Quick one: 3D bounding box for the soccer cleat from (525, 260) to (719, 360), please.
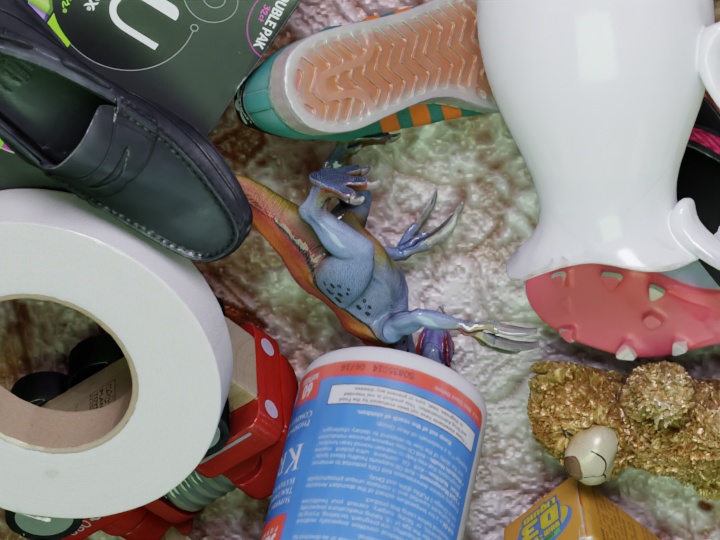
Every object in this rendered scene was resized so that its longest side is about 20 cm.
[{"bbox_3d":[0.196,0.008,1.494,0.200,0.076,0.067,0,120,22],"label":"soccer cleat"}]

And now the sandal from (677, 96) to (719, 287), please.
[{"bbox_3d":[0.185,-0.043,1.427,0.200,0.045,0.075,46,104,14],"label":"sandal"}]

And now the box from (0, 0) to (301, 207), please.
[{"bbox_3d":[-0.134,-0.136,1.400,0.148,0.124,0.200,31,116,-12],"label":"box"}]

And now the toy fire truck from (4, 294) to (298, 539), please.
[{"bbox_3d":[-0.094,0.134,1.564,0.176,0.129,0.200,-31,133,25],"label":"toy fire truck"}]

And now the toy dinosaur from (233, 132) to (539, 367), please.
[{"bbox_3d":[0.000,0.000,1.477,0.200,0.105,0.182,0,129,1],"label":"toy dinosaur"}]

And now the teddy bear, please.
[{"bbox_3d":[0.194,0.097,1.515,0.200,0.067,0.145,8,165,-4],"label":"teddy bear"}]

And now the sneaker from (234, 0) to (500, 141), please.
[{"bbox_3d":[0.022,-0.110,1.408,0.200,0.080,0.071,-11,93,-33],"label":"sneaker"}]

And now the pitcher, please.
[{"bbox_3d":[0.146,-0.093,1.341,0.171,0.121,0.200,4,110,30],"label":"pitcher"}]

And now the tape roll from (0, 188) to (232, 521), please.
[{"bbox_3d":[-0.170,0.048,1.423,0.203,0.037,0.203,5,125,7],"label":"tape roll"}]

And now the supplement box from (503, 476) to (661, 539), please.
[{"bbox_3d":[0.177,0.209,1.585,0.067,0.069,0.200,-39,120,23],"label":"supplement box"}]

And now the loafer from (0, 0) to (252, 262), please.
[{"bbox_3d":[-0.140,-0.067,1.327,0.201,0.070,0.068,39,115,-17],"label":"loafer"}]

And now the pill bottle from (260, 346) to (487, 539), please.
[{"bbox_3d":[0.000,0.153,1.456,0.112,0.200,0.112,10,150,6],"label":"pill bottle"}]
